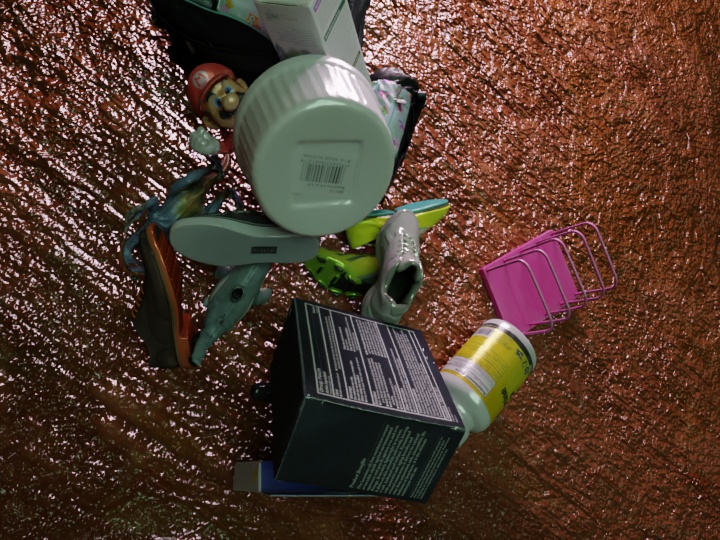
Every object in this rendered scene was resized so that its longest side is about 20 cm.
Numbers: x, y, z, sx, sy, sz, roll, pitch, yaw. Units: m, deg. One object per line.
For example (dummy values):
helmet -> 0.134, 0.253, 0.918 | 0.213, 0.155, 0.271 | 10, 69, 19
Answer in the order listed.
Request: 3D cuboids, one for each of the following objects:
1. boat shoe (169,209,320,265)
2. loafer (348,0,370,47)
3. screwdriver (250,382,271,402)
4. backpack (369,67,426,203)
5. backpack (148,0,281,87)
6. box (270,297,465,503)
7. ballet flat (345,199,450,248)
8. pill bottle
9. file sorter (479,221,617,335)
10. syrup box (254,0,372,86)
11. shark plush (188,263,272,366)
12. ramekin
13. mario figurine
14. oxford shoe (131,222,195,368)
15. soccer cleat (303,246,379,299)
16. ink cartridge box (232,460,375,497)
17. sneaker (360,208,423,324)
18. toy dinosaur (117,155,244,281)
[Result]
boat shoe -> -0.149, -0.048, 0.724 | 0.194, 0.070, 0.058 | 3, 45, -23
loafer -> -0.025, -0.439, 0.923 | 0.069, 0.067, 0.208 | 15, 78, -31
screwdriver -> -0.067, 0.188, 0.817 | 0.194, 0.028, 0.030 | 12, 47, -20
backpack -> 0.008, -0.190, 0.843 | 0.123, 0.167, 0.205 | 23, 64, -8
backpack -> -0.162, -0.336, 0.762 | 0.196, 0.177, 0.156 | 27, 72, 7
box -> -0.006, 0.154, 0.682 | 0.193, 0.201, 0.126 | 17, 113, -18
ballet flat -> 0.061, -0.074, 0.914 | 0.194, 0.066, 0.070 | -11, 107, -24
pill bottle -> 0.189, 0.184, 0.896 | 0.199, 0.112, 0.114 | -41, 99, -25
file sorter -> 0.344, 0.015, 0.991 | 0.196, 0.125, 0.143 | -25, 92, -26
syrup box -> -0.052, -0.282, 0.699 | 0.076, 0.201, 0.083 | 15, 67, 22
shark plush -> -0.180, 0.034, 0.738 | 0.091, 0.083, 0.201 | 47, 47, -7
ramekin -> -0.052, -0.141, 0.669 | 0.194, 0.205, 0.099 | 2, 37, -25
mario figurine -> -0.145, -0.185, 0.727 | 0.200, 0.105, 0.125 | 43, 45, -22
oxford shoe -> -0.258, 0.041, 0.692 | 0.070, 0.072, 0.206 | -7, 116, -8
soccer cleat -> 0.000, 0.001, 0.876 | 0.195, 0.065, 0.086 | 20, 46, -17
ink cartridge box -> -0.051, 0.267, 0.717 | 0.192, 0.199, 0.049 | 9, 67, -23
sneaker -> 0.065, -0.009, 0.811 | 0.076, 0.099, 0.206 | 21, 62, -18
toy dinosaur -> -0.251, -0.067, 0.764 | 0.178, 0.201, 0.107 | -30, 110, 9
